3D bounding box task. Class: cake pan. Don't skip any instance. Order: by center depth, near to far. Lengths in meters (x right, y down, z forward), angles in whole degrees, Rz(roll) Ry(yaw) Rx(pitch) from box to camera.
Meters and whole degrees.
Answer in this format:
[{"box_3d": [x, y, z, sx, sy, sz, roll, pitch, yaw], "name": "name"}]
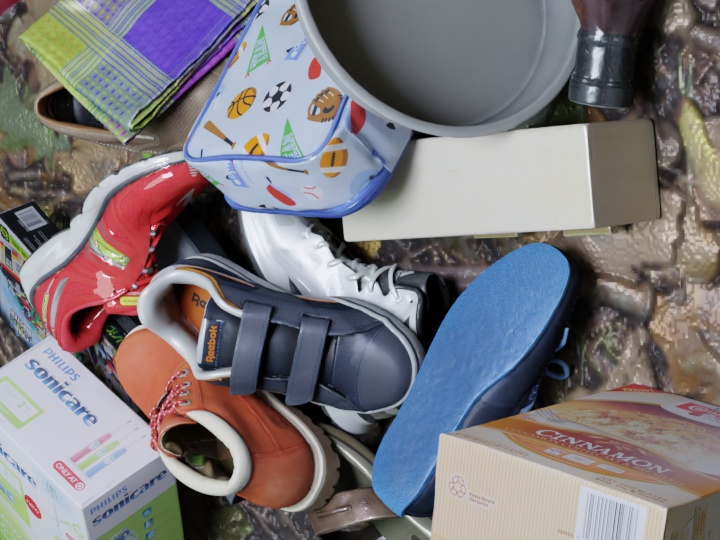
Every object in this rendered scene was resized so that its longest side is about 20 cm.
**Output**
[{"box_3d": [0.045, -0.174, 1.255, 0.037, 0.199, 0.202, -30, 75, 64], "name": "cake pan"}]

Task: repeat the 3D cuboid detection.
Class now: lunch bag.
[{"box_3d": [-0.023, -0.131, 1.330, 0.160, 0.076, 0.201, 3, 58, 47], "name": "lunch bag"}]

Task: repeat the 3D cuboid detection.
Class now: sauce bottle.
[{"box_3d": [0.157, -0.199, 1.228, 0.066, 0.066, 0.202, 17, 109, 38], "name": "sauce bottle"}]

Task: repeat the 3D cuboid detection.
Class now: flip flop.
[{"box_3d": [0.004, 0.172, 1.390, 0.200, 0.058, 0.081, 38, 154, 24], "name": "flip flop"}]

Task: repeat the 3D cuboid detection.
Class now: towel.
[{"box_3d": [-0.134, -0.196, 1.436, 0.200, 0.023, 0.144, -45, 57, -4], "name": "towel"}]

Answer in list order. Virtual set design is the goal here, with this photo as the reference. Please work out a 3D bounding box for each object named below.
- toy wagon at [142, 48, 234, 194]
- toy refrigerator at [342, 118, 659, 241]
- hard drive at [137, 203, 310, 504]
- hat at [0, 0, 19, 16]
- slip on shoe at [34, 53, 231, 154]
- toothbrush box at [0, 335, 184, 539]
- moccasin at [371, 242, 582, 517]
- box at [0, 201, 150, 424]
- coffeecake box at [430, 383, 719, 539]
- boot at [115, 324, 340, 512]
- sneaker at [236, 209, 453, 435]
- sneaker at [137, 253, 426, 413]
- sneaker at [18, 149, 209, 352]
[{"box_3d": [-0.108, -0.159, 1.477, 0.154, 0.039, 0.202, -8, 90, 41], "name": "toy wagon"}, {"box_3d": [0.085, -0.053, 1.300, 0.199, 0.076, 0.071, -3, 93, 41], "name": "toy refrigerator"}, {"box_3d": [-0.116, 0.051, 1.499, 0.200, 0.033, 0.140, 52, 137, 24], "name": "hard drive"}, {"box_3d": [-0.151, -0.227, 1.421, 0.199, 0.165, 0.178, 19, 110, 35], "name": "hat"}, {"box_3d": [-0.150, -0.119, 1.452, 0.199, 0.060, 0.077, 9, 101, 40], "name": "slip on shoe"}, {"box_3d": [-0.206, 0.172, 1.519, 0.145, 0.086, 0.201, 39, 147, 31], "name": "toothbrush box"}, {"box_3d": [0.079, 0.070, 1.321, 0.201, 0.068, 0.081, -53, 49, 14], "name": "moccasin"}, {"box_3d": [-0.213, 0.049, 1.564, 0.200, 0.035, 0.111, 44, 143, 34], "name": "box"}, {"box_3d": [0.161, 0.130, 1.173, 0.153, 0.199, 0.074, 15, 105, 38], "name": "coffeecake box"}, {"box_3d": [-0.114, 0.092, 1.383, 0.199, 0.107, 0.076, 33, 106, 35], "name": "boot"}, {"box_3d": [0.000, 0.000, 1.394, 0.115, 0.076, 0.202, -28, 85, 31], "name": "sneaker"}, {"box_3d": [-0.057, 0.049, 1.350, 0.199, 0.079, 0.079, 18, 110, 24], "name": "sneaker"}, {"box_3d": [-0.159, -0.012, 1.444, 0.200, 0.077, 0.085, -43, 67, 36], "name": "sneaker"}]
